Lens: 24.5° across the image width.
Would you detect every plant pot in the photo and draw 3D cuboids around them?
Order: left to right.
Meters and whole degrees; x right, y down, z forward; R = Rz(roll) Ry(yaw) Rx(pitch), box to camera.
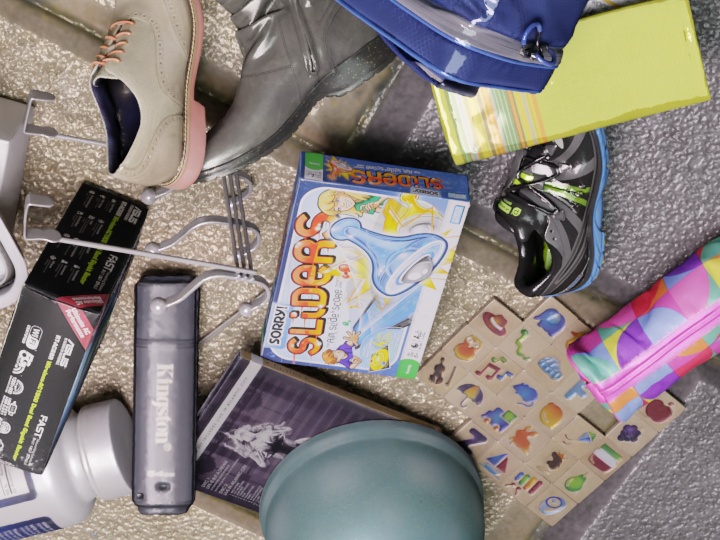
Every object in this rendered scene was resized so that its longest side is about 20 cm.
[{"bbox_3d":[0.018,0.246,1.413,0.199,0.134,0.201,-4,126,-6],"label":"plant pot"}]

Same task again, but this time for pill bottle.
[{"bbox_3d":[-0.292,0.172,1.410,0.199,0.111,0.111,-15,116,8],"label":"pill bottle"}]

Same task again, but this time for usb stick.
[{"bbox_3d":[-0.162,0.102,1.377,0.055,0.033,0.201,1,94,-15],"label":"usb stick"}]

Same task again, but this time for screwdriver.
[{"bbox_3d":[-0.072,0.009,1.379,0.200,0.028,0.029,-32,96,21],"label":"screwdriver"}]

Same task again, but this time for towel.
[{"bbox_3d":[0.154,-0.143,1.238,0.199,0.018,0.086,-14,108,9],"label":"towel"}]

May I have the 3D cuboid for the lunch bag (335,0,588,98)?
[{"bbox_3d":[0.068,-0.202,1.164,0.136,0.200,0.133,1,123,-48],"label":"lunch bag"}]

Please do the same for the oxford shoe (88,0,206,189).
[{"bbox_3d":[-0.161,-0.160,1.219,0.071,0.074,0.201,-16,79,44],"label":"oxford shoe"}]

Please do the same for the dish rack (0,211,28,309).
[{"bbox_3d":[-0.361,-0.028,1.256,0.199,0.044,0.172,-20,111,15],"label":"dish rack"}]

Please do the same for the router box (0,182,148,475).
[{"bbox_3d":[-0.231,0.041,1.292,0.062,0.200,0.150,22,116,-5],"label":"router box"}]

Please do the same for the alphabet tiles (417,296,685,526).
[{"bbox_3d":[0.153,0.115,1.437,0.200,0.008,0.167,39,111,-17],"label":"alphabet tiles"}]

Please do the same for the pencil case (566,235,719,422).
[{"bbox_3d":[0.265,0.039,1.352,0.200,0.088,0.088,-39,110,16],"label":"pencil case"}]

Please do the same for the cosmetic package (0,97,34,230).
[{"bbox_3d":[-0.333,-0.042,1.318,0.107,0.085,0.201,13,117,-2],"label":"cosmetic package"}]

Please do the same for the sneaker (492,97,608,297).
[{"bbox_3d":[0.145,-0.065,1.300,0.082,0.071,0.200,-22,122,-26],"label":"sneaker"}]

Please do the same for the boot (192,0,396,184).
[{"bbox_3d":[-0.080,-0.167,1.254,0.200,0.068,0.131,-37,109,-5],"label":"boot"}]

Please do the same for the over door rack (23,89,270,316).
[{"bbox_3d":[-0.170,-0.043,1.260,0.199,0.148,0.067,20,123,-26],"label":"over door rack"}]

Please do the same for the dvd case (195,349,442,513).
[{"bbox_3d":[-0.052,0.157,1.431,0.199,0.016,0.149,23,120,-22],"label":"dvd case"}]

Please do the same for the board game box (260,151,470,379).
[{"bbox_3d":[0.000,0.000,1.332,0.135,0.035,0.201,7,132,-7],"label":"board game box"}]

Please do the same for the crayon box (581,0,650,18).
[{"bbox_3d":[0.199,-0.260,1.222,0.125,0.052,0.200,26,115,-12],"label":"crayon box"}]
